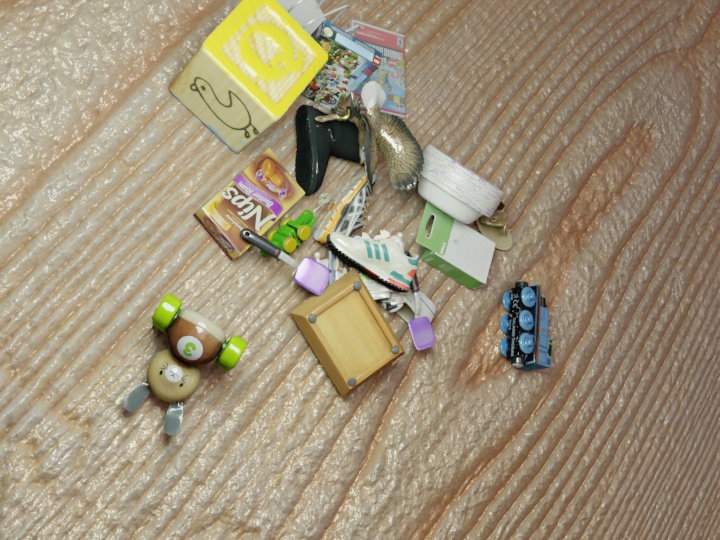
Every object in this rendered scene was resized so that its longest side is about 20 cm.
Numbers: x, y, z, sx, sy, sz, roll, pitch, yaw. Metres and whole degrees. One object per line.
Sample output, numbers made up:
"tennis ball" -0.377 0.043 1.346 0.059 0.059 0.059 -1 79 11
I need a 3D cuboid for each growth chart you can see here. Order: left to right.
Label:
"growth chart" 0.000 0.000 1.741 0.197 0.018 0.147 -11 95 -10

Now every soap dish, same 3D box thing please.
"soap dish" -0.019 0.123 1.688 0.156 0.081 0.202 -33 96 -11

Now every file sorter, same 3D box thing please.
"file sorter" -0.114 -0.548 1.795 0.138 0.124 0.202 -34 95 -32

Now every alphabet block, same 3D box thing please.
"alphabet block" -0.214 -0.378 1.649 0.195 0.199 0.198 41 62 -15

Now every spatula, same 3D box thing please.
"spatula" -0.144 -0.024 1.646 0.199 0.020 0.057 34 78 -25
"spatula" 0.115 0.059 1.773 0.056 0.020 0.204 -13 94 -32

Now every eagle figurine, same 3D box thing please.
"eagle figurine" 0.029 -0.256 1.725 0.151 0.151 0.201 -36 61 -5

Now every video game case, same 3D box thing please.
"video game case" 0.037 -0.446 1.923 0.141 0.017 0.204 8 74 -29

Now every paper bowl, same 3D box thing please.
"paper bowl" 0.203 -0.176 1.862 0.199 0.201 0.105 29 99 -22

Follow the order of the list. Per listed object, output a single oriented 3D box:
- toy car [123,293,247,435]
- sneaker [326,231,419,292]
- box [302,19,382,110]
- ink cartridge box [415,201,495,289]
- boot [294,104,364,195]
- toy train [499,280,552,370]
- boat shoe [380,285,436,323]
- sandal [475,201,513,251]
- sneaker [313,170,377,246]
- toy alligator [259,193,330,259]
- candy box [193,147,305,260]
"toy car" -0.318 0.172 1.495 0.163 0.158 0.202 32 75 -7
"sneaker" 0.028 -0.039 1.706 0.198 0.070 0.094 31 79 -12
"box" -0.065 -0.409 1.745 0.135 0.199 0.038 23 63 -23
"ink cartridge box" 0.196 -0.054 1.897 0.198 0.059 0.105 29 65 -22
"boot" -0.054 -0.246 1.794 0.160 0.073 0.202 6 77 -36
"toy train" 0.376 0.126 1.951 0.113 0.086 0.203 21 66 -35
"boat shoe" 0.074 0.053 1.797 0.200 0.070 0.070 44 57 -22
"sandal" 0.297 -0.137 1.972 0.078 0.069 0.213 -42 100 -31
"sneaker" -0.018 -0.123 1.782 0.077 0.078 0.201 40 71 -18
"toy alligator" -0.123 -0.078 1.720 0.200 0.059 0.055 -43 141 -31
"candy box" -0.213 -0.129 1.675 0.117 0.056 0.200 50 61 -12
